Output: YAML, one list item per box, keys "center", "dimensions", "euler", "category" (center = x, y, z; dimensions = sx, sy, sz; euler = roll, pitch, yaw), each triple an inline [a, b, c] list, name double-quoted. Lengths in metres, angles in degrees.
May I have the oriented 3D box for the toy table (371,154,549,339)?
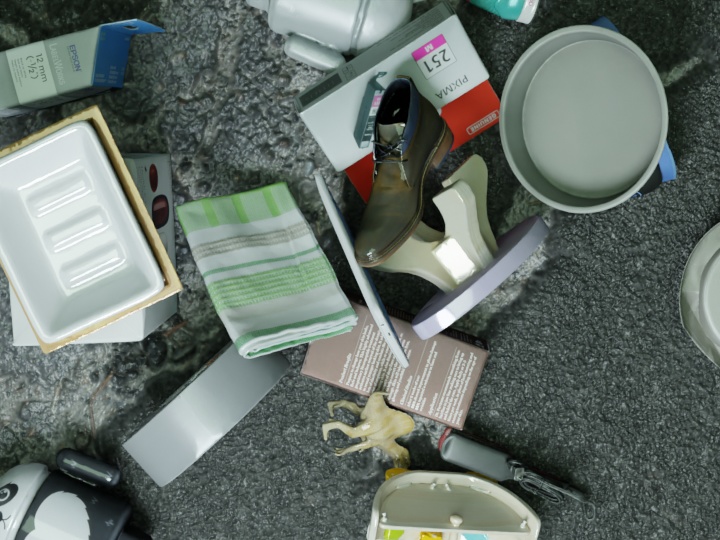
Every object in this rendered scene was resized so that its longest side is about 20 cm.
- center: [0.103, -0.030, 1.504]
  dimensions: [0.117, 0.183, 0.200]
  euler: [51, 54, -6]
  category: "toy table"

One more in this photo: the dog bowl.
- center: [0.453, 0.027, 1.540]
  dimensions: [0.197, 0.059, 0.203]
  euler: [0, 97, 4]
  category: "dog bowl"

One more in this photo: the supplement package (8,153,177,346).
- center: [-0.292, -0.030, 1.505]
  dimensions: [0.145, 0.200, 0.194]
  euler: [-2, 97, 3]
  category: "supplement package"

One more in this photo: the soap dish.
- center: [-0.285, -0.041, 1.362]
  dimensions: [0.156, 0.081, 0.202]
  euler: [-24, 94, 5]
  category: "soap dish"

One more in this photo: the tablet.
- center: [0.000, 0.000, 1.482]
  dimensions: [0.014, 0.130, 0.201]
  euler: [-25, 56, 1]
  category: "tablet"

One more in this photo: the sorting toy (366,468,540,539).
- center: [0.083, 0.331, 1.579]
  dimensions: [0.198, 0.107, 0.182]
  euler: [6, 114, -15]
  category: "sorting toy"

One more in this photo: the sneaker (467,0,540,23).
- center: [0.148, -0.382, 1.503]
  dimensions: [0.119, 0.084, 0.203]
  euler: [7, 98, -7]
  category: "sneaker"

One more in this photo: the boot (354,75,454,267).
- center: [0.027, -0.106, 1.418]
  dimensions: [0.074, 0.097, 0.201]
  euler: [3, 54, 34]
  category: "boot"

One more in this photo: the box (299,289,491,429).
- center: [0.039, 0.100, 1.565]
  dimensions: [0.198, 0.075, 0.101]
  euler: [20, 97, -1]
  category: "box"

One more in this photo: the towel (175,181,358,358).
- center: [-0.103, -0.007, 1.503]
  dimensions: [0.148, 0.031, 0.201]
  euler: [-13, 62, -29]
  category: "towel"

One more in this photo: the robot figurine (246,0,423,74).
- center: [-0.027, -0.300, 1.502]
  dimensions: [0.198, 0.113, 0.171]
  euler: [17, 82, 1]
  category: "robot figurine"

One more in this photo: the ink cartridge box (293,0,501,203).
- center: [0.052, -0.172, 1.504]
  dimensions: [0.199, 0.044, 0.174]
  euler: [-31, 127, 6]
  category: "ink cartridge box"

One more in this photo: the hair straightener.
- center: [0.182, 0.241, 1.570]
  dimensions: [0.198, 0.077, 0.041]
  euler: [28, 96, 0]
  category: "hair straightener"

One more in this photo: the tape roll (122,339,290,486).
- center: [-0.170, 0.148, 1.518]
  dimensions: [0.200, 0.200, 0.066]
  euler: [-42, 94, 7]
  category: "tape roll"

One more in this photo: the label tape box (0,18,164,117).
- center: [-0.319, -0.222, 1.513]
  dimensions: [0.198, 0.143, 0.067]
  euler: [-12, 95, 5]
  category: "label tape box"

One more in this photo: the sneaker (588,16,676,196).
- center: [0.282, -0.178, 1.521]
  dimensions: [0.077, 0.070, 0.202]
  euler: [-23, 95, 1]
  category: "sneaker"

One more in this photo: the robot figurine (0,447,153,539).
- center: [-0.342, 0.303, 1.582]
  dimensions: [0.198, 0.151, 0.125]
  euler: [24, 137, 0]
  category: "robot figurine"

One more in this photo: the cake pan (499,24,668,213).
- center: [0.246, -0.165, 1.490]
  dimensions: [0.198, 0.037, 0.203]
  euler: [5, 100, 33]
  category: "cake pan"

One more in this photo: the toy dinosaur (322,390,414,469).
- center: [0.010, 0.169, 1.552]
  dimensions: [0.100, 0.201, 0.059]
  euler: [-3, 54, 10]
  category: "toy dinosaur"
